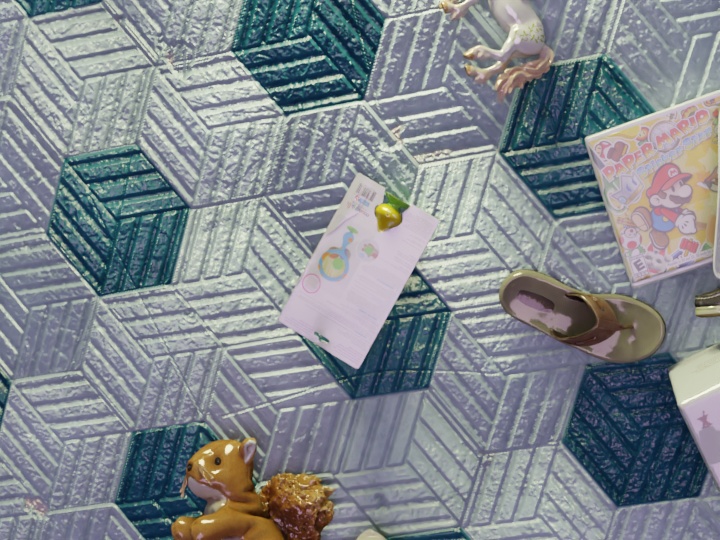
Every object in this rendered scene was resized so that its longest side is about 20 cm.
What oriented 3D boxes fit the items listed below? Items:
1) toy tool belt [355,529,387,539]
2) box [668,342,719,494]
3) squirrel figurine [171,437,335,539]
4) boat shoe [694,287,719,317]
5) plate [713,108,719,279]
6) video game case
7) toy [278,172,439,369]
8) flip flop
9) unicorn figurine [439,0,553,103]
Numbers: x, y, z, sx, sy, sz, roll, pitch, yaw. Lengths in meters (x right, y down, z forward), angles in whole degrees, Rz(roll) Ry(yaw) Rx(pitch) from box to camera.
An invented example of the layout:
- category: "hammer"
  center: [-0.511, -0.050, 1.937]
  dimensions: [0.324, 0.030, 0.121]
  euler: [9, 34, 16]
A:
- category: "toy tool belt"
  center: [0.038, 0.422, 1.559]
  dimensions: [0.200, 0.125, 0.123]
  euler: [45, 133, 4]
- category: "box"
  center: [0.470, 0.171, 1.409]
  dimensions: [0.197, 0.171, 0.202]
  euler: [-26, 92, 12]
- category: "squirrel figurine"
  center: [-0.133, 0.300, 1.560]
  dimensions: [0.197, 0.141, 0.190]
  euler: [1, 69, -27]
- category: "boat shoe"
  center: [0.467, 0.001, 1.443]
  dimensions: [0.197, 0.073, 0.066]
  euler: [-18, 90, 2]
- category: "plate"
  center: [0.485, -0.077, 1.402]
  dimensions: [0.196, 0.032, 0.204]
  euler: [5, 78, 4]
- category: "video game case"
  center: [0.377, -0.097, 1.465]
  dimensions: [0.197, 0.023, 0.185]
  euler: [-18, 94, 12]
- category: "toy"
  center: [0.000, 0.000, 1.531]
  dimensions: [0.114, 0.047, 0.202]
  euler: [30, 98, 8]
- category: "flip flop"
  center: [0.255, 0.054, 1.488]
  dimensions: [0.197, 0.058, 0.082]
  euler: [21, 101, 6]
- category: "unicorn figurine"
  center: [0.162, -0.307, 1.456]
  dimensions: [0.136, 0.074, 0.202]
  euler: [-23, 107, 2]
